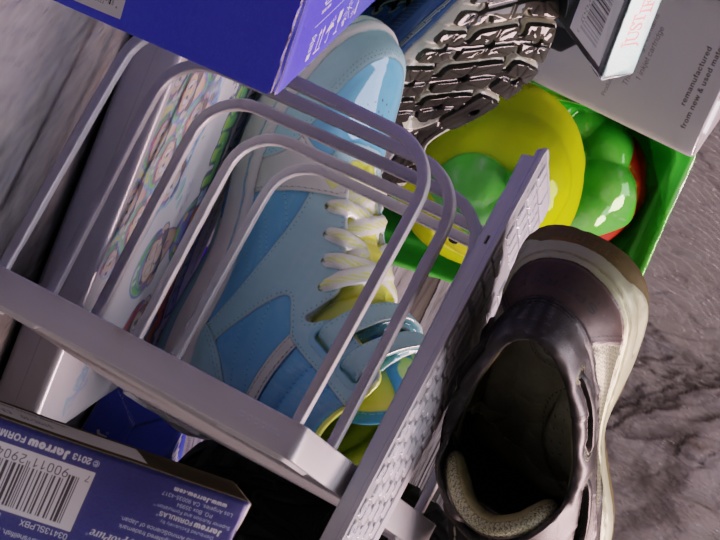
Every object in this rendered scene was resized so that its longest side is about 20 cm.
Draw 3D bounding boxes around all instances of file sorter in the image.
[{"bbox_3d":[-0.029,0.007,1.047,0.125,0.139,0.200,-62,161,-6],"label":"file sorter"}]

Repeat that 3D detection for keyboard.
[{"bbox_3d":[0.024,0.048,1.016,0.200,0.011,0.056,-62,160,-16],"label":"keyboard"}]

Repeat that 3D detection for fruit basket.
[{"bbox_3d":[0.063,-0.047,1.422,0.216,0.215,0.156,-55,168,-53],"label":"fruit basket"}]

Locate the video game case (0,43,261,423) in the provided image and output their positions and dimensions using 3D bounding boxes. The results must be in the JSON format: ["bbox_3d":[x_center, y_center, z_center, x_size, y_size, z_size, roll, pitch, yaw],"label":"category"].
[{"bbox_3d":[-0.082,-0.035,1.146,0.200,0.024,0.182,-67,172,15],"label":"video game case"}]

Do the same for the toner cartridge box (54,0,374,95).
[{"bbox_3d":[-0.032,-0.125,0.930,0.200,0.095,0.043,-52,165,-62],"label":"toner cartridge box"}]

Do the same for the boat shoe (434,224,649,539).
[{"bbox_3d":[0.057,0.074,1.038,0.066,0.072,0.201,-45,154,-43],"label":"boat shoe"}]

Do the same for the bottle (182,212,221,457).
[{"bbox_3d":[-0.065,0.036,1.333,0.084,0.065,0.200,-57,169,-40],"label":"bottle"}]

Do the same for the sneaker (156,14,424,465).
[{"bbox_3d":[0.000,0.000,1.187,0.079,0.130,0.200,11,104,-50],"label":"sneaker"}]

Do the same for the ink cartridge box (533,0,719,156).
[{"bbox_3d":[0.108,-0.149,1.413,0.086,0.200,0.148,-68,172,21],"label":"ink cartridge box"}]

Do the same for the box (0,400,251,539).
[{"bbox_3d":[-0.136,0.153,1.036,0.200,0.121,0.032,-66,-156,6],"label":"box"}]

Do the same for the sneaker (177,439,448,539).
[{"bbox_3d":[-0.006,0.129,1.216,0.074,0.200,0.079,-53,129,-14],"label":"sneaker"}]

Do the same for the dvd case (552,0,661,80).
[{"bbox_3d":[0.086,-0.204,1.235,0.022,0.200,0.146,-10,141,-25],"label":"dvd case"}]

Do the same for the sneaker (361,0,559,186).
[{"bbox_3d":[0.015,-0.105,1.290,0.078,0.089,0.200,-1,156,-37],"label":"sneaker"}]

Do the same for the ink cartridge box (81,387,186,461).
[{"bbox_3d":[-0.129,0.146,1.333,0.200,0.044,0.094,105,11,-53],"label":"ink cartridge box"}]
